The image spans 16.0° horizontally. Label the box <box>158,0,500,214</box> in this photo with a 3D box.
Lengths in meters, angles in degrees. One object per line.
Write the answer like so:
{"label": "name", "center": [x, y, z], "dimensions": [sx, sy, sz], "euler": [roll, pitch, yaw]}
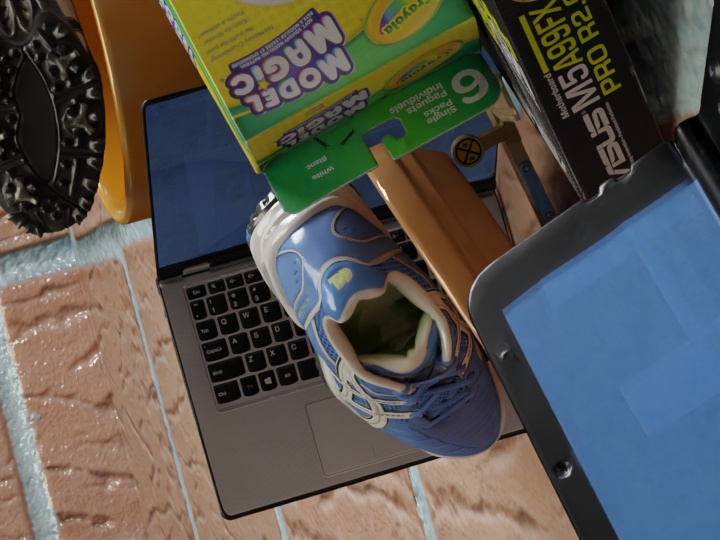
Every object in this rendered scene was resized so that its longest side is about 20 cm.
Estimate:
{"label": "box", "center": [-0.031, -0.134, 1.120], "dimensions": [0.201, 0.117, 0.048], "euler": [61, 179, 15]}

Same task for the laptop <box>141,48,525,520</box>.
{"label": "laptop", "center": [0.000, 0.000, 1.269], "dimensions": [0.116, 0.186, 0.201], "euler": [146, 108, -77]}

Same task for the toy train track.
{"label": "toy train track", "center": [0.064, -0.044, 1.184], "dimensions": [0.201, 0.032, 0.115], "euler": [63, 180, -13]}

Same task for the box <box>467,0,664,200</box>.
{"label": "box", "center": [0.053, -0.146, 1.089], "dimensions": [0.201, 0.044, 0.161], "euler": [63, -179, 43]}

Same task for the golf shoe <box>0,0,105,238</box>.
{"label": "golf shoe", "center": [-0.175, -0.120, 1.352], "dimensions": [0.094, 0.077, 0.202], "euler": [-68, -33, -83]}

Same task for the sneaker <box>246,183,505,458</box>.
{"label": "sneaker", "center": [0.015, 0.039, 1.199], "dimensions": [0.200, 0.076, 0.077], "euler": [47, -175, -45]}

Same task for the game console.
{"label": "game console", "center": [0.124, 0.008, 0.902], "dimensions": [0.173, 0.118, 0.201], "euler": [89, 160, -49]}

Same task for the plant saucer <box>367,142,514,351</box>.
{"label": "plant saucer", "center": [0.069, 0.021, 1.173], "dimensions": [0.201, 0.037, 0.200], "euler": [55, -178, -3]}

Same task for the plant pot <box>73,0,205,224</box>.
{"label": "plant pot", "center": [-0.070, -0.144, 1.414], "dimensions": [0.200, 0.182, 0.202], "euler": [165, 90, -77]}
